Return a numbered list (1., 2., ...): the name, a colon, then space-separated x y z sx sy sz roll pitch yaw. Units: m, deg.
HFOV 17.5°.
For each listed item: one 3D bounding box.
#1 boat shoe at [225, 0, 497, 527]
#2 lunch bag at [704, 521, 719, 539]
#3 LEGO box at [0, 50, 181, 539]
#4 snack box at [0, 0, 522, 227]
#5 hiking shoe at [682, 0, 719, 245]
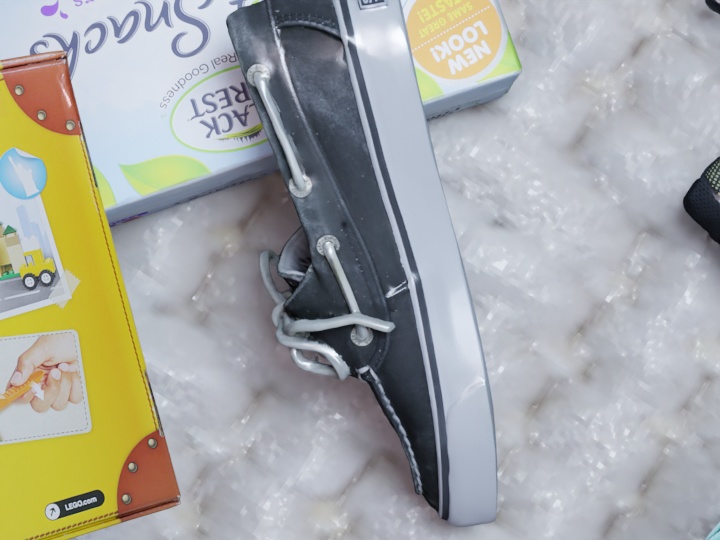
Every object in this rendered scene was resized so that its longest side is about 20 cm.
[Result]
1. boat shoe: 0.000 0.001 0.790 0.068 0.074 0.200 -14 117 0
2. lunch bag: 0.196 0.134 0.753 0.199 0.122 0.171 -16 128 -5
3. LEGO box: -0.171 0.027 0.708 0.199 0.077 0.150 -14 89 -34
4. snack box: -0.060 -0.100 0.831 0.199 0.053 0.143 -19 87 -4
5. hiking shoe: 0.165 -0.006 0.831 0.100 0.076 0.201 -1 75 6
